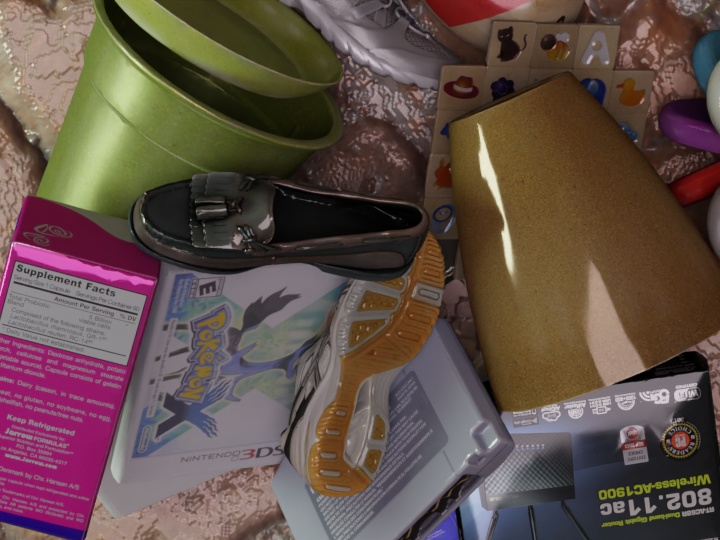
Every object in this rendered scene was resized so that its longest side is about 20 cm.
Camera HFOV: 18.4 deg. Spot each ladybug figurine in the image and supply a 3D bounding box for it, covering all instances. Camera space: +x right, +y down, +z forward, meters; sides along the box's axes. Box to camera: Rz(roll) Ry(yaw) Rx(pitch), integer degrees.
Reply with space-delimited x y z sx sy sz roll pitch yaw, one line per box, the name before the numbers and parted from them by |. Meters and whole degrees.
ladybug figurine | 0.090 -0.247 1.590 0.136 0.072 0.200 -27 100 6

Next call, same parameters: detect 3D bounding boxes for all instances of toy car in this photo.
toy car | 0.285 -0.089 1.591 0.150 0.175 0.200 7 105 37

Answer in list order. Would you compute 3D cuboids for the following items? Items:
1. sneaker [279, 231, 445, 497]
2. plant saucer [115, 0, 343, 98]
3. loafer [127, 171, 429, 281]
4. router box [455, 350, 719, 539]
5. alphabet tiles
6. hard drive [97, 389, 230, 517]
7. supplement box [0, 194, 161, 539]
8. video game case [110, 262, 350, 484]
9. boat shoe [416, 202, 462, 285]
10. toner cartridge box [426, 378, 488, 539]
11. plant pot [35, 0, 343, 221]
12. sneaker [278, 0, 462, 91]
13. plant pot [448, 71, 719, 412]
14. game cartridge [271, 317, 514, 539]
sneaker | -0.009 0.056 1.568 0.076 0.088 0.200 20 94 -30
plant saucer | -0.104 -0.177 1.545 0.200 0.200 0.031 32 109 -5
loafer | -0.051 -0.037 1.470 0.200 0.063 0.072 5 65 -18
router box | 0.165 0.150 1.630 0.200 0.062 0.150 -9 102 2
alphabet tiles | 0.127 -0.085 1.614 0.166 0.006 0.200 -1 114 -19
hard drive | -0.165 0.099 1.629 0.132 0.027 0.200 -23 137 6
supplement box | -0.206 0.065 1.498 0.103 0.101 0.200 16 108 -9
video game case | -0.077 0.067 1.601 0.182 0.022 0.200 -5 130 -28
boat shoe | 0.001 0.003 1.647 0.202 0.060 0.072 -18 100 5
toner cartridge box | 0.085 0.142 1.683 0.200 0.043 0.095 -26 99 6
plant pot | -0.143 -0.075 1.585 0.200 0.200 0.190 30 112 -5
sneaker | -0.002 -0.203 1.598 0.200 0.075 0.082 36 101 -5
plant pot | 0.142 -0.029 1.543 0.186 0.186 0.200 -23 96 5
game cartridge | 0.019 0.133 1.602 0.200 0.040 0.133 -47 56 29
